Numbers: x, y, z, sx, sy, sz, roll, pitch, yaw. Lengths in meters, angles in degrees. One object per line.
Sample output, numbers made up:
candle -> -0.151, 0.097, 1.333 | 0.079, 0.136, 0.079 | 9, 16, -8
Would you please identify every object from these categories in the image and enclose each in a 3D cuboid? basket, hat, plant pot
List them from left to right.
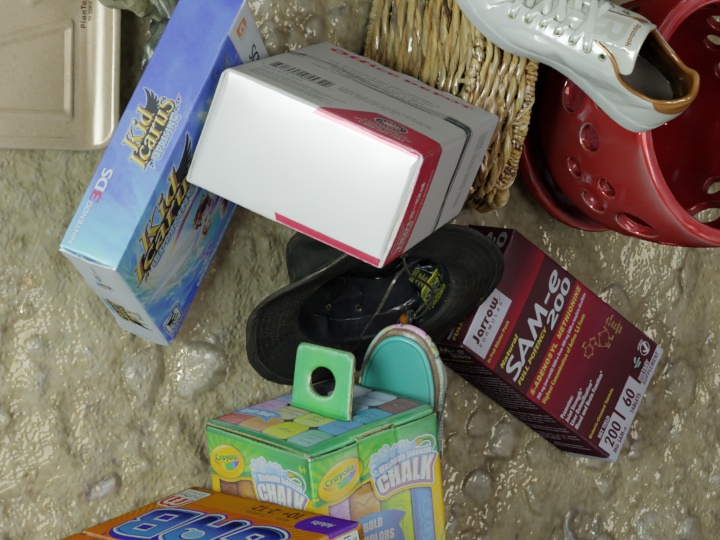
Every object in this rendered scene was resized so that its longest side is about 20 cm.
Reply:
hat -> 0.000, 0.000, 1.564 | 0.200, 0.201, 0.081 | 2, 53, -39
basket -> 0.096, -0.150, 1.605 | 0.149, 0.142, 0.201 | 14, 84, -38
plant pot -> 0.229, -0.121, 1.688 | 0.200, 0.182, 0.201 | -3, 95, -38

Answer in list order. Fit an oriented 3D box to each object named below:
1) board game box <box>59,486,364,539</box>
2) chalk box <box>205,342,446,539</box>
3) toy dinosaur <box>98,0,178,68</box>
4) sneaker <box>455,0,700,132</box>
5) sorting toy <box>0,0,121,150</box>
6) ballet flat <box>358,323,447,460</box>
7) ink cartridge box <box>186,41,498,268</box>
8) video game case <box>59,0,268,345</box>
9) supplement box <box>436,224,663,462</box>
board game box -> -0.115, 0.280, 1.423 | 0.199, 0.199, 0.201 | -19, 104, -36
chalk box -> -0.024, 0.154, 1.529 | 0.123, 0.124, 0.201 | -17, 108, -37
toy dinosaur -> -0.136, -0.175, 1.457 | 0.200, 0.047, 0.089 | -33, 121, -64
sneaker -> 0.157, -0.176, 1.501 | 0.200, 0.085, 0.073 | 32, 71, -15
sorting toy -> -0.252, -0.173, 1.399 | 0.199, 0.036, 0.186 | -1, 93, -34
ballet flat -> 0.038, 0.113, 1.605 | 0.071, 0.069, 0.201 | -44, 143, -49
ink cartridge box -> -0.007, -0.083, 1.434 | 0.085, 0.144, 0.200 | -69, 168, 17
video game case -> -0.120, -0.067, 1.429 | 0.181, 0.045, 0.201 | 67, 46, -71
supplement box -> 0.146, 0.060, 1.710 | 0.200, 0.061, 0.109 | 36, 71, -33
